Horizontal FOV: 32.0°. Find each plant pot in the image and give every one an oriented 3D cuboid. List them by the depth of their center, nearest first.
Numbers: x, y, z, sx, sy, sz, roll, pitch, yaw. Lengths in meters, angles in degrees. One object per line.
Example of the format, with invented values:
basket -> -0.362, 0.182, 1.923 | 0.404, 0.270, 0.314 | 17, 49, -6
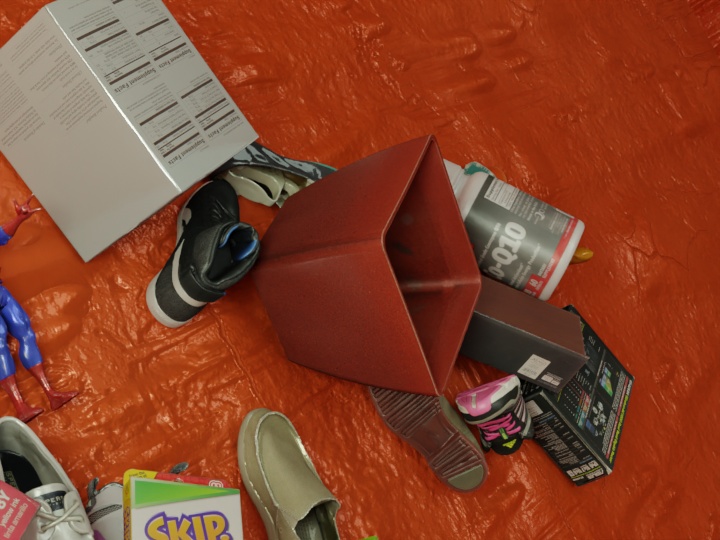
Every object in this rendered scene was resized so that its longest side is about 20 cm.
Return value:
plant pot -> 0.000, 0.000, 1.319 | 0.200, 0.176, 0.200 | -64, 141, -49

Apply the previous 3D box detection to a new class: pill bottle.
pill bottle -> 0.170, -0.054, 1.590 | 0.200, 0.114, 0.114 | 27, 39, 5

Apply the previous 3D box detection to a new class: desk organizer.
desk organizer -> 0.175, 0.069, 1.548 | 0.199, 0.072, 0.077 | 22, 38, -16

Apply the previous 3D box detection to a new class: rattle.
rattle -> 0.225, -0.085, 1.715 | 0.130, 0.143, 0.201 | 13, 61, -23

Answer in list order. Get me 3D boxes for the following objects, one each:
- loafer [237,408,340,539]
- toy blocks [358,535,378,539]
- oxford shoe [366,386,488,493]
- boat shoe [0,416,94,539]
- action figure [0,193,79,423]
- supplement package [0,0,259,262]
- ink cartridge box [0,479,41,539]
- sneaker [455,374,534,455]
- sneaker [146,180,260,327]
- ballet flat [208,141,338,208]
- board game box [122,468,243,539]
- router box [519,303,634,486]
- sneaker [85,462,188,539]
loafer -> -0.059, 0.223, 1.216 | 0.076, 0.068, 0.201 | -2, 67, -50
toy blocks -> 0.040, 0.376, 1.220 | 0.137, 0.100, 0.201 | 35, 41, -46
oxford shoe -> 0.070, 0.163, 1.432 | 0.200, 0.070, 0.075 | 55, 10, -4
boat shoe -> -0.238, 0.190, 0.954 | 0.072, 0.066, 0.200 | -1, 36, -35
action figure -> -0.294, 0.019, 1.061 | 0.065, 0.099, 0.200 | -26, 84, -55
supplement package -> -0.236, -0.148, 1.193 | 0.200, 0.152, 0.151 | 54, 36, -7
ink cartridge box -> -0.336, 0.163, 0.830 | 0.200, 0.145, 0.084 | 34, 40, -10
sneaker -> 0.165, 0.174, 1.479 | 0.200, 0.074, 0.088 | 18, 53, -77
sneaker -> -0.136, -0.034, 1.267 | 0.073, 0.112, 0.200 | 42, 40, -24
ballet flat -> -0.089, -0.095, 1.404 | 0.200, 0.073, 0.073 | 21, 50, -33
board game box -> -0.135, 0.242, 0.976 | 0.095, 0.030, 0.200 | 12, 45, -25
router box -> 0.283, 0.163, 1.669 | 0.150, 0.062, 0.200 | 48, 38, -14
sneaker -> -0.153, 0.235, 1.088 | 0.200, 0.078, 0.140 | 31, 45, -34
